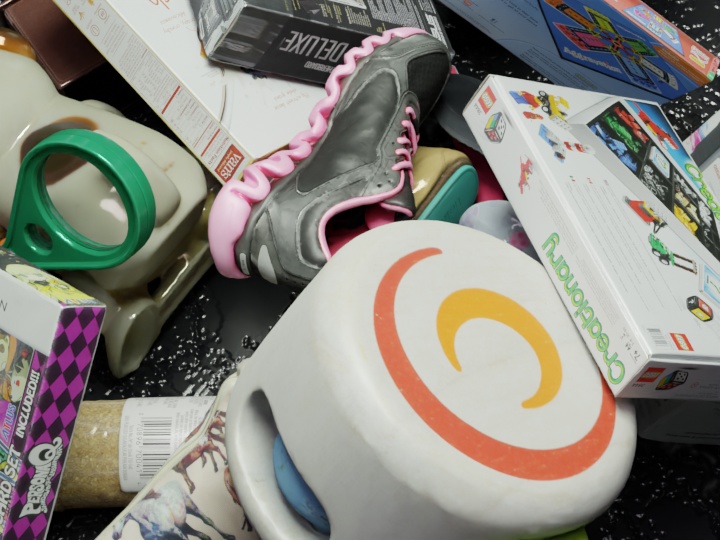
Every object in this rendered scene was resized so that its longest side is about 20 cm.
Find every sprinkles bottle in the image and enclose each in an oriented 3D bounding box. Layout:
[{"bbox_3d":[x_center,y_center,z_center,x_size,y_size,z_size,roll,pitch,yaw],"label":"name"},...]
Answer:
[{"bbox_3d":[-0.086,0.106,1.140,0.200,0.068,0.068,-2,63,3],"label":"sprinkles bottle"}]

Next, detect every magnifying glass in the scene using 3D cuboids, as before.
[{"bbox_3d":[-0.183,-0.018,1.100,0.080,0.200,0.022,50,44,-7],"label":"magnifying glass"}]

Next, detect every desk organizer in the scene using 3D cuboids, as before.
[{"bbox_3d":[-0.131,-0.180,1.288,0.200,0.072,0.077,-33,68,-12],"label":"desk organizer"}]

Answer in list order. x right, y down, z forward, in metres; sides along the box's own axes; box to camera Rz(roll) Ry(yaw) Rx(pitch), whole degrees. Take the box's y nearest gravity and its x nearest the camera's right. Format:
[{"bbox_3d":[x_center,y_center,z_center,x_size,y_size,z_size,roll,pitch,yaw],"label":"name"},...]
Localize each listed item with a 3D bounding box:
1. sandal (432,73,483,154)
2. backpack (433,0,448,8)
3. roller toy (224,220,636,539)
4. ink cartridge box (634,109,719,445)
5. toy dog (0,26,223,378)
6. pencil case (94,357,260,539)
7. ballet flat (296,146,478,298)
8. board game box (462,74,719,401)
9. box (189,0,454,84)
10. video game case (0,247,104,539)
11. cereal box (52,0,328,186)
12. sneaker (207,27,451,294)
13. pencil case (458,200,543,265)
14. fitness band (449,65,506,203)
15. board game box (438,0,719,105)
[{"bbox_3d":[0.116,-0.077,1.157,0.076,0.043,0.200,2,26,-37],"label":"sandal"},{"bbox_3d":[0.118,-0.254,1.222,0.177,0.200,0.151,5,60,-8],"label":"backpack"},{"bbox_3d":[0.032,0.079,0.978,0.182,0.140,0.200,31,41,-10],"label":"roller toy"},{"bbox_3d":[0.227,-0.008,1.099,0.086,0.200,0.148,6,56,-30],"label":"ink cartridge box"},{"bbox_3d":[-0.190,-0.054,1.167,0.200,0.194,0.140,34,82,12],"label":"toy dog"},{"bbox_3d":[-0.097,0.142,1.072,0.200,0.089,0.078,-49,25,9],"label":"pencil case"},{"bbox_3d":[0.000,0.000,1.151,0.063,0.069,0.200,19,52,25],"label":"ballet flat"},{"bbox_3d":[0.147,-0.018,1.025,0.126,0.035,0.200,6,45,-36],"label":"board game box"},{"bbox_3d":[-0.042,-0.205,1.209,0.158,0.050,0.200,7,50,-36],"label":"box"},{"bbox_3d":[-0.230,0.082,1.082,0.181,0.036,0.200,27,105,41],"label":"video game case"},{"bbox_3d":[-0.094,-0.149,1.188,0.200,0.040,0.144,46,40,9],"label":"cereal box"},{"bbox_3d":[0.004,-0.058,1.120,0.095,0.079,0.200,24,61,31],"label":"sneaker"},{"bbox_3d":[0.085,0.059,1.127,0.083,0.091,0.200,8,71,5],"label":"pencil case"},{"bbox_3d":[0.013,-0.060,1.238,0.143,0.037,0.200,-19,62,-3],"label":"fitness band"},{"bbox_3d":[0.113,-0.162,1.189,0.200,0.103,0.019,33,65,-19],"label":"board game box"}]
